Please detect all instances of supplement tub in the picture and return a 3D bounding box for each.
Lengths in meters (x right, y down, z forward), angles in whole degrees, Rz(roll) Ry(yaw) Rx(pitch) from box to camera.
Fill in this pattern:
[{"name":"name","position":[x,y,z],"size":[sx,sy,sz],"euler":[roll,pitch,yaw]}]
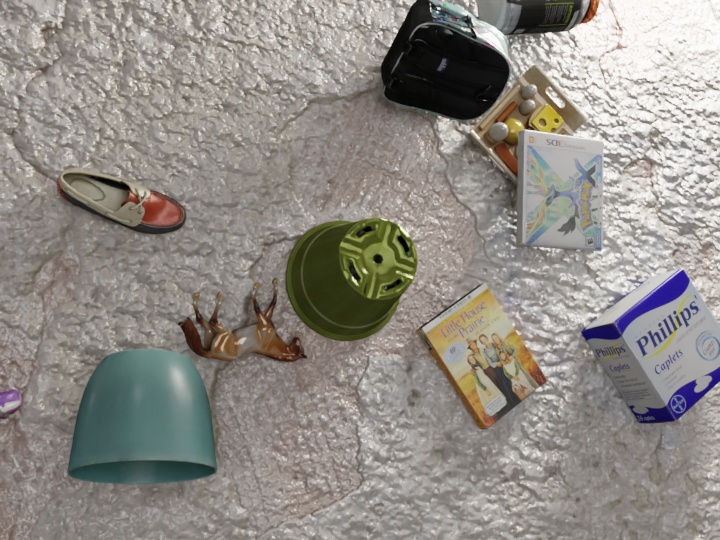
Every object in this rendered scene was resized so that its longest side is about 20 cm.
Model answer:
[{"name":"supplement tub","position":[0.321,-0.490,1.598],"size":[0.199,0.123,0.123],"euler":[-7,82,-19]}]

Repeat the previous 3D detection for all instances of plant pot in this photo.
[{"name":"plant pot","position":[0.000,0.000,1.369],"size":[0.199,0.190,0.201],"euler":[3,79,-16]},{"name":"plant pot","position":[-0.301,0.203,1.241],"size":[0.200,0.201,0.162],"euler":[4,67,-16]}]

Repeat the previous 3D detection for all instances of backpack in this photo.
[{"name":"backpack","position":[0.148,-0.350,1.488],"size":[0.199,0.178,0.151],"euler":[18,44,-14]}]

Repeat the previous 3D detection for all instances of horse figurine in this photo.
[{"name":"horse figurine","position":[-0.185,0.090,1.362],"size":[0.199,0.050,0.133],"euler":[-11,100,-27]}]

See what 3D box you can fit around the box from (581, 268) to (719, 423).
[{"name":"box","position":[0.526,0.133,1.551],"size":[0.184,0.105,0.200],"euler":[-34,90,-21]}]

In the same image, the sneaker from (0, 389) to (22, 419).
[{"name":"sneaker","position":[-0.574,0.181,1.219],"size":[0.199,0.081,0.089],"euler":[-9,75,-18]}]

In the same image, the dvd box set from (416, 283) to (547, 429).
[{"name":"dvd box set","position":[0.206,0.142,1.489],"size":[0.146,0.029,0.200],"euler":[-33,91,-20]}]

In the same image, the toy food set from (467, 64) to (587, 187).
[{"name":"toy food set","position":[0.300,-0.254,1.578],"size":[0.144,0.060,0.200],"euler":[45,71,-5]}]

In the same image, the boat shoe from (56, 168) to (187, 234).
[{"name":"boat shoe","position":[-0.360,-0.107,1.346],"size":[0.199,0.063,0.071],"euler":[18,73,-15]}]

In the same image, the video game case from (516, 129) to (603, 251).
[{"name":"video game case","position":[0.354,-0.139,1.563],"size":[0.182,0.022,0.201],"euler":[3,87,-27]}]
